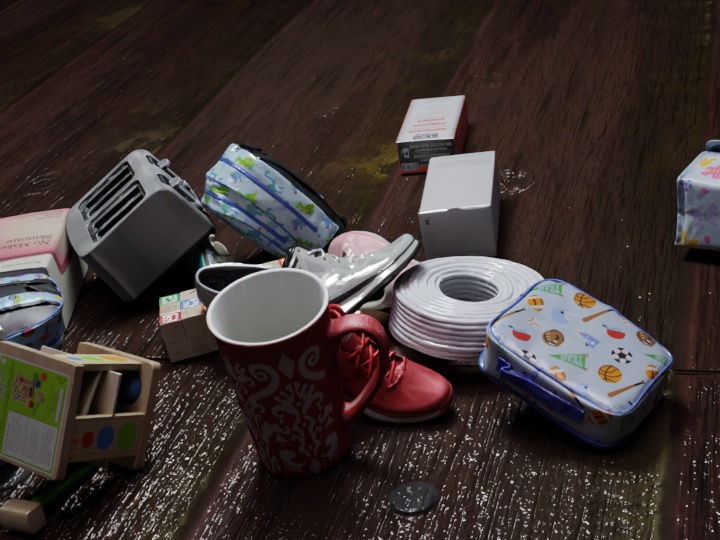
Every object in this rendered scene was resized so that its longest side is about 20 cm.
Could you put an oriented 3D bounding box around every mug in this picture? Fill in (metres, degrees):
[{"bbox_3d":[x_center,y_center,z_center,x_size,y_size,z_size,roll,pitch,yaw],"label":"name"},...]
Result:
[{"bbox_3d":[-0.064,0.122,1.339,0.177,0.201,0.133,15,42,34],"label":"mug"}]

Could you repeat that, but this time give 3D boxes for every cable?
[{"bbox_3d":[0.135,0.045,1.532,0.199,0.070,0.199,-18,30,-35],"label":"cable"}]

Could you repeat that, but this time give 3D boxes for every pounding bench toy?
[{"bbox_3d":[-0.327,0.191,1.405,0.123,0.202,0.156,12,3,32],"label":"pounding bench toy"}]

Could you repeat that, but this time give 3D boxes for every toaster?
[{"bbox_3d":[-0.327,-0.062,1.803,0.200,0.119,0.181,-42,31,2],"label":"toaster"}]

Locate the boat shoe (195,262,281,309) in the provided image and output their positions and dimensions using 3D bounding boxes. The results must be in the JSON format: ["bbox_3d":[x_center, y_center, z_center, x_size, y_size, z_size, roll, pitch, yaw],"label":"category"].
[{"bbox_3d":[-0.113,0.023,1.571,0.198,0.069,0.073,11,71,8],"label":"boat shoe"}]

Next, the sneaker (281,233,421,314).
[{"bbox_3d":[-0.023,-0.010,1.528,0.200,0.116,0.076,-39,-4,-24],"label":"sneaker"}]

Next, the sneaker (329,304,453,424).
[{"bbox_3d":[0.006,0.106,1.414,0.198,0.116,0.079,9,53,17],"label":"sneaker"}]

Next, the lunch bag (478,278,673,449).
[{"bbox_3d":[0.232,0.101,1.373,0.199,0.076,0.160,31,46,24],"label":"lunch bag"}]

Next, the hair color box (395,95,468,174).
[{"bbox_3d":[0.125,-0.234,2.119,0.101,0.062,0.200,-3,27,13],"label":"hair color box"}]

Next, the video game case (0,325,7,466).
[{"bbox_3d":[-0.470,0.173,1.390,0.181,0.201,0.022,-28,48,-31],"label":"video game case"}]

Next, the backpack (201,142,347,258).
[{"bbox_3d":[-0.133,-0.097,1.798,0.153,0.200,0.163,-39,34,-7],"label":"backpack"}]

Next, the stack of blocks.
[{"bbox_3d":[-0.167,0.049,1.666,0.198,0.059,0.115,-15,24,-3],"label":"stack of blocks"}]

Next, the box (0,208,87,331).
[{"bbox_3d":[-0.487,0.005,1.814,0.127,0.110,0.200,-9,27,2],"label":"box"}]

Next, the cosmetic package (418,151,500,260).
[{"bbox_3d":[0.149,-0.097,1.822,0.107,0.085,0.200,-4,28,12],"label":"cosmetic package"}]

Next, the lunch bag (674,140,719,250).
[{"bbox_3d":[0.531,-0.105,1.670,0.169,0.128,0.200,11,27,31],"label":"lunch bag"}]

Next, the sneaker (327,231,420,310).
[{"bbox_3d":[0.000,0.000,1.676,0.104,0.076,0.200,-9,25,-41],"label":"sneaker"}]

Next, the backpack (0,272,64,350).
[{"bbox_3d":[-0.479,0.090,1.620,0.199,0.135,0.183,-20,28,-18],"label":"backpack"}]

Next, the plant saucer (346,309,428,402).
[{"bbox_3d":[-0.014,0.100,1.555,0.199,0.037,0.201,-8,28,4],"label":"plant saucer"}]

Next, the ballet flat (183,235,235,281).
[{"bbox_3d":[-0.218,-0.014,1.813,0.074,0.075,0.200,-17,31,-14],"label":"ballet flat"}]
